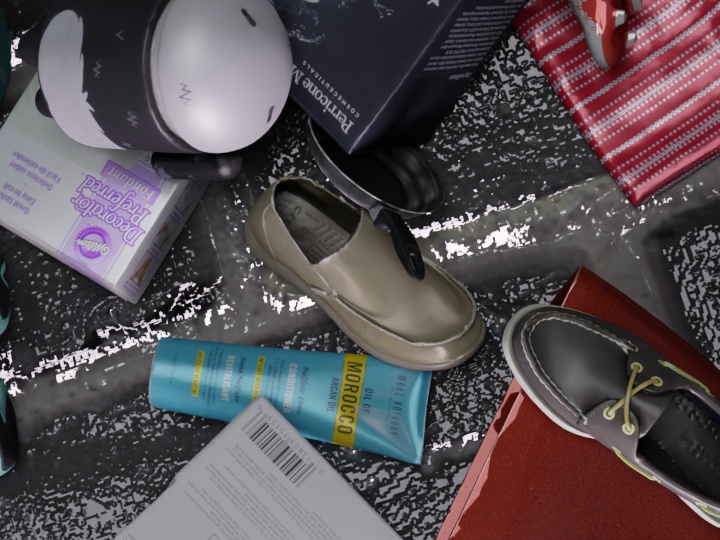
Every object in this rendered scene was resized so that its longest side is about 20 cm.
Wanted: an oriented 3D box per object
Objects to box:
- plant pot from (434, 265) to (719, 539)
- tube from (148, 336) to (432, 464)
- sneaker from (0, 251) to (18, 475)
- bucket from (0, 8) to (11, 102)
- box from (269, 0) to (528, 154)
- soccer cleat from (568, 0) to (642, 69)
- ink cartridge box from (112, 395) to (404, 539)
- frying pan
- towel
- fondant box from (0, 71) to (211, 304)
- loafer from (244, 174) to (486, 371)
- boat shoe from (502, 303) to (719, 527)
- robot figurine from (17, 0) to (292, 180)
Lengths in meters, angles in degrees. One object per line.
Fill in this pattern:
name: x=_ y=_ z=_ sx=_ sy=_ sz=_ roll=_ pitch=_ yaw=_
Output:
plant pot: x=0.167 y=0.138 z=1.419 sx=0.175 sy=0.200 sz=0.201 roll=27 pitch=82 yaw=3
tube: x=-0.049 y=0.086 z=1.540 sx=0.198 sy=0.050 sz=0.078 roll=7 pitch=83 yaw=5
sneaker: x=-0.328 y=0.057 z=1.576 sx=0.138 sy=0.078 sz=0.202 roll=-7 pitch=75 yaw=7
bucket: x=-0.363 y=-0.173 z=1.607 sx=0.205 sy=0.135 sz=0.209 roll=-3 pitch=76 yaw=10
box: x=0.008 y=-0.222 z=1.525 sx=0.197 sy=0.117 sz=0.201 roll=45 pitch=117 yaw=17
soccer cleat: x=0.150 y=-0.233 z=1.548 sx=0.084 sy=0.069 sz=0.202 roll=-11 pitch=72 yaw=17
ink cartridge box: x=-0.059 y=0.214 z=1.457 sx=0.200 sy=0.044 sz=0.173 roll=45 pitch=64 yaw=5
frying pan: x=0.026 y=-0.050 z=1.520 sx=0.031 sy=0.114 sz=0.191 roll=-52 pitch=54 yaw=28
towel: x=0.204 y=-0.165 z=1.565 sx=0.144 sy=0.022 sz=0.201 roll=-32 pitch=74 yaw=2
fondant box: x=-0.179 y=-0.099 z=1.598 sx=0.144 sy=0.058 sz=0.201 roll=29 pitch=84 yaw=15
loafer: x=0.000 y=0.000 z=1.528 sx=0.199 sy=0.068 sz=0.076 roll=30 pitch=64 yaw=16
boat shoe: x=0.176 y=0.085 z=1.305 sx=0.200 sy=0.061 sz=0.072 roll=35 pitch=81 yaw=-6
robot figurine: x=-0.140 y=-0.144 z=1.494 sx=0.199 sy=0.150 sz=0.126 roll=5 pitch=73 yaw=35
